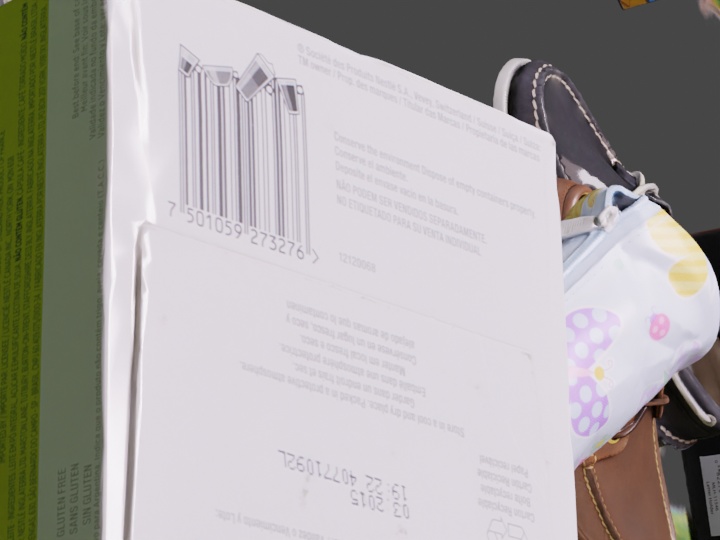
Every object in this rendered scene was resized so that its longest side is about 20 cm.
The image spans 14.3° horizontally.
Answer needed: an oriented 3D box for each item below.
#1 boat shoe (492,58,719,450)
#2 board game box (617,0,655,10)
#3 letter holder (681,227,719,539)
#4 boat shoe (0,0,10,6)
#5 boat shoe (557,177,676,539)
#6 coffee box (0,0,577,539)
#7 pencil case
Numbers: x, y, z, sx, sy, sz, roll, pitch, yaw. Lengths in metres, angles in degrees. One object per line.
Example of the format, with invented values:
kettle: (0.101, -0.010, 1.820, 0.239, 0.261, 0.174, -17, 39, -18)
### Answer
boat shoe: (0.120, -0.009, 1.317, 0.074, 0.060, 0.201, -39, 112, -50)
board game box: (0.161, -0.237, 1.350, 0.201, 0.165, 0.057, 62, 38, -21)
letter holder: (0.232, 0.075, 1.417, 0.142, 0.100, 0.202, -2, 82, -56)
boat shoe: (-0.116, -0.161, 1.023, 0.066, 0.074, 0.201, 32, 56, -48)
boat shoe: (0.101, 0.053, 1.266, 0.072, 0.067, 0.201, -38, 111, -52)
coffee box: (-0.069, 0.051, 0.893, 0.199, 0.197, 0.201, 20, 59, -42)
pencil case: (0.059, 0.051, 1.148, 0.200, 0.083, 0.091, -42, 155, -29)
